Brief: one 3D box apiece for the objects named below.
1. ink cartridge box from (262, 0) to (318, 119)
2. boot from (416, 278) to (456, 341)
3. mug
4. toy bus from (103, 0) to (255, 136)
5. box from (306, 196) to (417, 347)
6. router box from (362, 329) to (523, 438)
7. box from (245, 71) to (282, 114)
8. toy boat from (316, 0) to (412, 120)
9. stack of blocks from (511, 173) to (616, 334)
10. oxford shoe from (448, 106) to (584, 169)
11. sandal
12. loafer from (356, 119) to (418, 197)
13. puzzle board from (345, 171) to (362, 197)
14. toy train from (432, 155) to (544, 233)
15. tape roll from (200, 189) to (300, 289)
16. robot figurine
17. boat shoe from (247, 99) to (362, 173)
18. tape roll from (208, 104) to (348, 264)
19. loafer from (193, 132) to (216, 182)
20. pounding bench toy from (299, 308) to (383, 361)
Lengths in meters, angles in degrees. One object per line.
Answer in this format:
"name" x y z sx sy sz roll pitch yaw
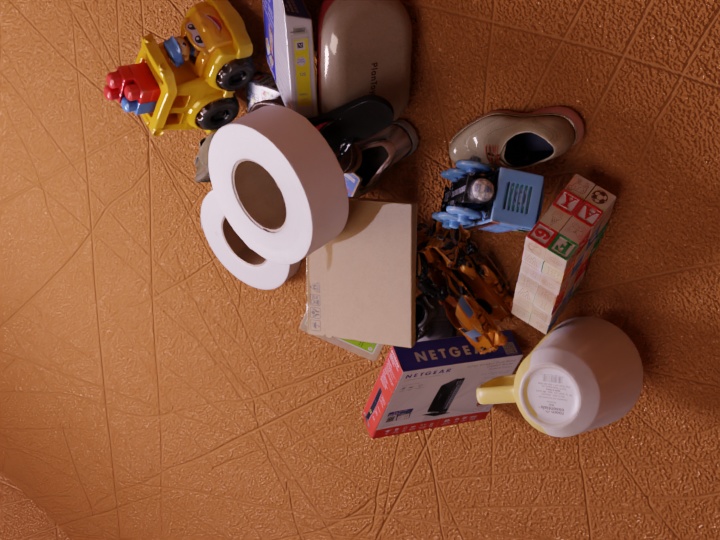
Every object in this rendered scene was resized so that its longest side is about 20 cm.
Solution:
"ink cartridge box" -0.098 -0.332 1.370 0.198 0.047 0.201 -110 17 -49
"boot" 0.091 0.088 1.546 0.070 0.132 0.200 28 136 22
"mug" 0.261 0.158 1.338 0.187 0.153 0.150 -46 74 27
"toy bus" -0.274 -0.295 1.512 0.136 0.192 0.200 61 143 20
"box" 0.000 0.000 1.404 0.163 0.021 0.201 6 105 25
"router box" 0.119 0.171 1.540 0.180 0.199 0.049 110 147 -47
"box" -0.120 -0.198 1.588 0.110 0.035 0.201 24 134 28
"toy boat" -0.009 -0.291 1.366 0.131 0.130 0.200 -126 28 -43
"stack of blocks" 0.257 -0.017 1.320 0.058 0.115 0.200 33 156 18
"oxford shoe" 0.182 -0.162 1.308 0.200 0.074 0.071 -9 114 46
"sandal" -0.044 -0.170 1.343 0.200 0.045 0.075 -21 140 37
"loafer" 0.004 -0.152 1.488 0.072 0.063 0.200 52 140 -3
"puzzle board" -0.094 -0.126 1.530 0.200 0.017 0.151 39 118 24
"toy train" 0.162 -0.089 1.324 0.114 0.087 0.200 13 177 -5
"tape roll" -0.189 -0.061 1.759 0.202 0.037 0.203 25 135 27
"robot figurine" 0.145 0.010 1.437 0.058 0.145 0.200 -20 115 43
"boat shoe" -0.090 -0.195 1.464 0.200 0.070 0.071 27 109 29
"tape roll" -0.110 -0.111 1.349 0.202 0.071 0.203 29 137 32
"loafer" -0.225 -0.179 1.647 0.200 0.076 0.068 176 92 -72
"pounding bench toy" 0.014 -0.005 1.519 0.124 0.156 0.200 23 126 -2
